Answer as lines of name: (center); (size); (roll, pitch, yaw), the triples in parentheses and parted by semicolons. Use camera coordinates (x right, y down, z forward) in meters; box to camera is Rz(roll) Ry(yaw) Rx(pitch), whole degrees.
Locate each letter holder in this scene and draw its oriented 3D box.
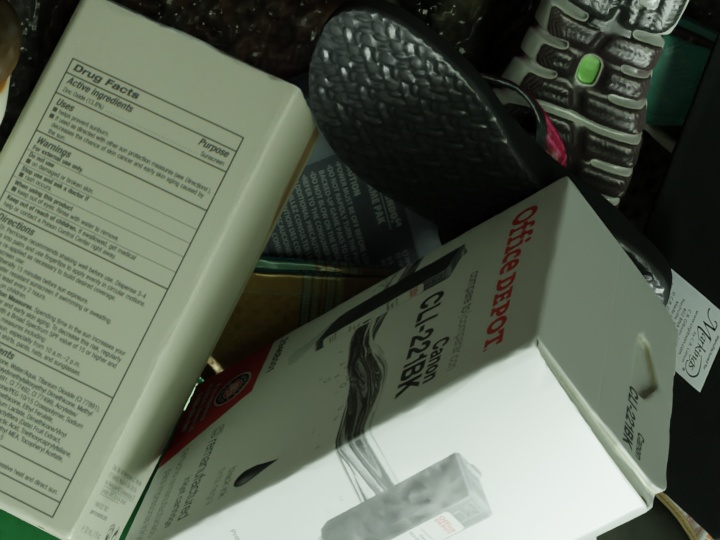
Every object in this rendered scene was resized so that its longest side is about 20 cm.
letter holder: (0.205, -0.001, 1.002); (0.141, 0.101, 0.201); (-10, 130, -39)

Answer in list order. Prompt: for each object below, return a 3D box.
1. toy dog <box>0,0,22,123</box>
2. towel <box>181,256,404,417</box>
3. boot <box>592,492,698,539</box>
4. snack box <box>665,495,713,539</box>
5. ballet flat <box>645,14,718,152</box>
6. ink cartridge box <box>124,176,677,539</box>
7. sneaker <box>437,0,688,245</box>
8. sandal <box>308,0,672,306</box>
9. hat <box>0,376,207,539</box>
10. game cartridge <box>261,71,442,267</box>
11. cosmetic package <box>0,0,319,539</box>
toy dog: (-0.232, -0.091, 0.870); (0.199, 0.139, 0.195); (19, 70, -25)
towel: (-0.081, 0.055, 1.015); (0.198, 0.022, 0.148); (3, 119, -10)
boot: (0.157, 0.188, 1.050); (0.077, 0.138, 0.201); (-31, 113, -5)
snack box: (0.136, 0.149, 1.120); (0.072, 0.024, 0.201); (30, 97, -25)
ballet flat: (0.196, -0.068, 1.062); (0.199, 0.067, 0.071); (16, 107, -19)
ink cartridge box: (0.018, 0.067, 0.898); (0.199, 0.145, 0.084); (-29, 108, 22)
sneaker: (0.097, -0.096, 0.995); (0.075, 0.116, 0.201); (23, 123, -6)
sandal: (0.054, -0.046, 0.943); (0.075, 0.045, 0.200); (-26, 125, 39)
hat: (-0.114, 0.138, 0.941); (0.199, 0.176, 0.167); (14, 116, -15)
game cartridge: (0.000, 0.000, 1.039); (0.132, 0.042, 0.201); (-24, 120, -13)
cosmetic package: (-0.106, 0.002, 0.920); (0.105, 0.071, 0.201); (26, 81, 12)
